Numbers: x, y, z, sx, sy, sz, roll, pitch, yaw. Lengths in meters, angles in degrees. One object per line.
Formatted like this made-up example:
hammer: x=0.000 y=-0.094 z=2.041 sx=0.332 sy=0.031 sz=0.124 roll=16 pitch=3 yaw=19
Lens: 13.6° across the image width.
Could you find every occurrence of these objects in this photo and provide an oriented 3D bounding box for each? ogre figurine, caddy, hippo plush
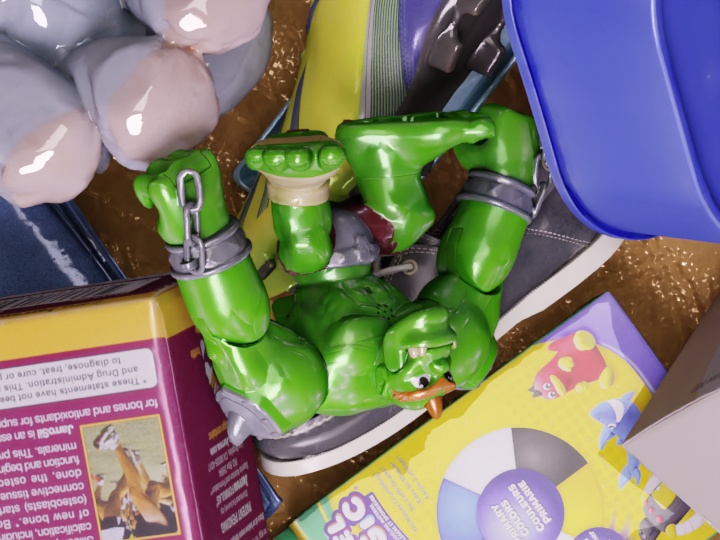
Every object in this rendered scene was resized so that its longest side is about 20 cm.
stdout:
ogre figurine: x=0.000 y=0.000 z=1.225 sx=0.098 sy=0.200 sz=0.120 roll=2 pitch=101 yaw=29
caddy: x=0.130 y=-0.104 z=1.262 sx=0.141 sy=0.105 sz=0.201 roll=-39 pitch=125 yaw=-32
hippo plush: x=-0.117 y=-0.086 z=1.267 sx=0.199 sy=0.161 sz=0.160 roll=-10 pitch=71 yaw=11

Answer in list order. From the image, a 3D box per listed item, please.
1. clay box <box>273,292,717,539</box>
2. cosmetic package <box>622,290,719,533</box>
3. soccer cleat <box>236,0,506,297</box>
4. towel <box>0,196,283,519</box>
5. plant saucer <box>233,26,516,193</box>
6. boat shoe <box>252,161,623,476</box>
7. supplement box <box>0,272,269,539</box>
clay box: x=0.060 y=0.114 z=1.318 sx=0.200 sy=0.048 sz=0.115 roll=-36 pitch=88 yaw=-9
cosmetic package: x=0.205 y=0.012 z=1.289 sx=0.071 sy=0.105 sz=0.200 roll=40 pitch=59 yaw=-7
soccer cleat: x=-0.004 y=-0.075 z=1.306 sx=0.084 sy=0.065 sz=0.200 roll=46 pitch=112 yaw=28
towel: x=-0.134 y=0.053 z=1.307 sx=0.112 sy=0.049 sz=0.200 roll=-36 pitch=89 yaw=12
plant saucer: x=0.029 y=-0.097 z=1.326 sx=0.070 sy=0.019 sz=0.200 roll=38 pitch=104 yaw=0
boat shoe: x=0.025 y=0.012 z=1.315 sx=0.200 sy=0.072 sz=0.068 roll=-40 pitch=116 yaw=-15
supplement box: x=-0.110 y=0.108 z=1.229 sx=0.130 sy=0.103 sz=0.201 roll=-8 pitch=95 yaw=14
